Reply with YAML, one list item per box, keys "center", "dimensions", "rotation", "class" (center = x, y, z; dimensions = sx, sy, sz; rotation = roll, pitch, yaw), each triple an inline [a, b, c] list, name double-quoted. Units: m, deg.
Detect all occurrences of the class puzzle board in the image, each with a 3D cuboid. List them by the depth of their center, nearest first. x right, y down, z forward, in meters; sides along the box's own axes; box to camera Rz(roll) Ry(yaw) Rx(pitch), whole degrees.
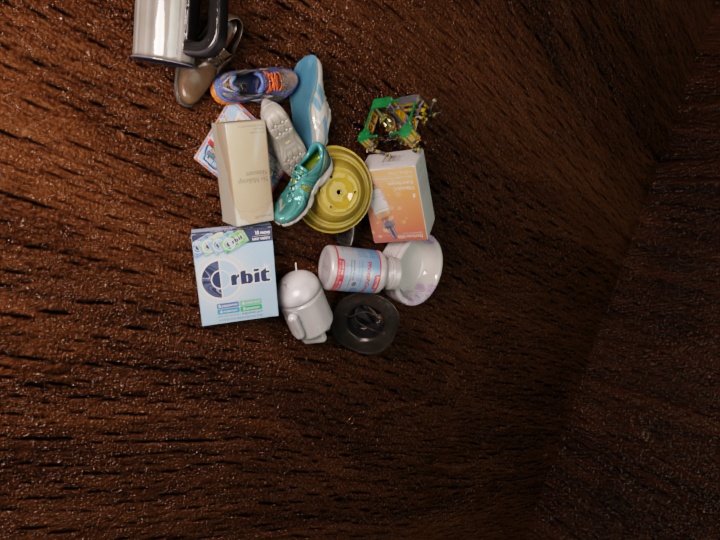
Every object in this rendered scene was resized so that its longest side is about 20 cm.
- center: [-0.242, -0.244, 1.231]
  dimensions: [0.199, 0.017, 0.153]
  rotation: [39, 77, -44]
  class: "puzzle board"

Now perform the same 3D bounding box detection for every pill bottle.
- center: [0.000, 0.000, 1.439]
  dimensions: [0.195, 0.109, 0.112]
  rotation: [5, 102, -23]
  class: "pill bottle"

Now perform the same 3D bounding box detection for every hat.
- center: [0.014, 0.124, 1.545]
  dimensions: [0.082, 0.195, 0.204]
  rotation: [-83, 159, -57]
  class: "hat"

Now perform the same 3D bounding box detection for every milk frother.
- center: [-0.333, -0.448, 0.947]
  dimensions: [0.198, 0.177, 0.193]
  rotation: [-11, 112, -57]
  class: "milk frother"

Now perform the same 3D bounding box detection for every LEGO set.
- center: [0.101, -0.346, 1.416]
  dimensions: [0.115, 0.196, 0.158]
  rotation: [32, 62, -45]
  class: "LEGO set"

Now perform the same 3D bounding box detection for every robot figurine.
- center: [-0.135, 0.083, 1.377]
  dimensions: [0.171, 0.110, 0.203]
  rotation: [-78, 153, -51]
  class: "robot figurine"

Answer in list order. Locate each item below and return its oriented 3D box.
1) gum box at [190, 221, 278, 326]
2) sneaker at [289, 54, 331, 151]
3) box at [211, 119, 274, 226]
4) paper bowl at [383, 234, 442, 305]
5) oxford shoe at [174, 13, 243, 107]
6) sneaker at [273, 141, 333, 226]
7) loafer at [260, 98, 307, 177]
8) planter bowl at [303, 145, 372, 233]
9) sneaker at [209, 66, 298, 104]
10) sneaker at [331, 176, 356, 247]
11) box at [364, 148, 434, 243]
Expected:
- center: [-0.267, 0.007, 1.230]
  dimensions: [0.165, 0.045, 0.205]
  rotation: [-7, 111, -14]
  class: "gum box"
- center: [-0.108, -0.372, 1.283]
  dimensions: [0.080, 0.075, 0.205]
  rotation: [-23, 121, -54]
  class: "sneaker"
- center: [-0.239, -0.200, 1.173]
  dimensions: [0.093, 0.077, 0.205]
  rotation: [-16, 110, -33]
  class: "box"
- center: [0.131, -0.013, 1.601]
  dimensions: [0.198, 0.103, 0.206]
  rotation: [-16, 115, -38]
  class: "paper bowl"
- center: [-0.288, -0.403, 1.087]
  dimensions: [0.072, 0.084, 0.204]
  rotation: [30, 85, -46]
  class: "oxford shoe"
- center: [-0.131, -0.187, 1.225]
  dimensions: [0.203, 0.076, 0.080]
  rotation: [-61, 159, -17]
  class: "sneaker"
- center: [-0.163, -0.282, 1.232]
  dimensions: [0.069, 0.070, 0.202]
  rotation: [-27, 147, -7]
  class: "loafer"
- center: [-0.057, -0.183, 1.322]
  dimensions: [0.195, 0.083, 0.206]
  rotation: [-3, 101, -13]
  class: "planter bowl"
- center: [-0.205, -0.377, 1.170]
  dimensions: [0.197, 0.078, 0.077]
  rotation: [-24, 110, -36]
  class: "sneaker"
- center: [-0.020, -0.160, 1.433]
  dimensions: [0.087, 0.075, 0.205]
  rotation: [-22, 118, -42]
  class: "sneaker"
- center: [0.096, -0.187, 1.455]
  dimensions: [0.107, 0.148, 0.204]
  rotation: [-63, 144, -53]
  class: "box"
